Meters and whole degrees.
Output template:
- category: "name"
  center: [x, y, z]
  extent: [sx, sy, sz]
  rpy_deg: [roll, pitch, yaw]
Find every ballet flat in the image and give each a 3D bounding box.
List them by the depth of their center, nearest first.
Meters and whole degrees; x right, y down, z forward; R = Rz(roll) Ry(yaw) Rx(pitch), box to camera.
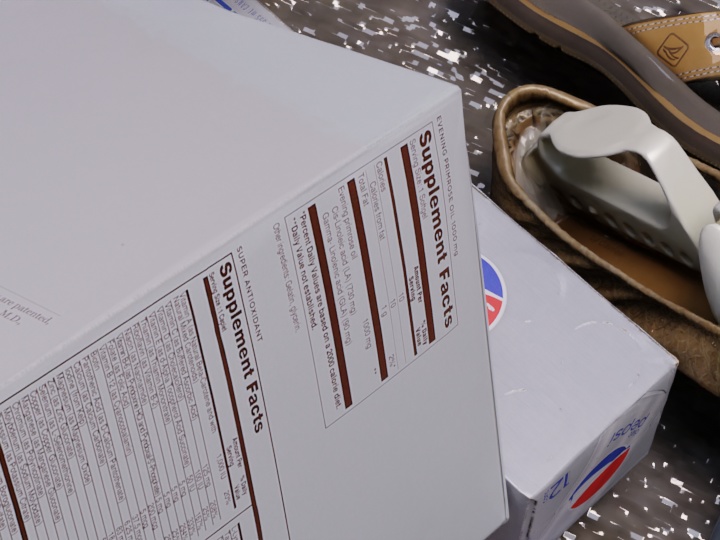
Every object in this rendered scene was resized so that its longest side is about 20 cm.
- category: "ballet flat"
  center: [0.107, -0.010, 0.706]
  extent: [0.068, 0.072, 0.200]
  rpy_deg: [-39, 42, -16]

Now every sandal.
- category: "sandal"
  center: [0.121, -0.069, 0.775]
  extent: [0.200, 0.082, 0.055]
  rpy_deg: [40, 103, 25]

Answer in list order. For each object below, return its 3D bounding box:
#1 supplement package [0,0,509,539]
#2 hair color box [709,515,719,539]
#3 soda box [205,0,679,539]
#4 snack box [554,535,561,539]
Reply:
- category: "supplement package"
  center: [-0.099, 0.032, 0.619]
  extent: [0.191, 0.147, 0.200]
  rpy_deg: [22, 43, 39]
- category: "hair color box"
  center: [0.219, 0.096, 0.703]
  extent: [0.200, 0.061, 0.099]
  rpy_deg: [35, 66, 15]
- category: "soda box"
  center: [0.000, 0.000, 0.718]
  extent: [0.200, 0.063, 0.068]
  rpy_deg: [41, 65, 19]
- category: "snack box"
  center: [0.026, 0.090, 0.720]
  extent: [0.072, 0.024, 0.200]
  rpy_deg: [-15, 63, -10]
